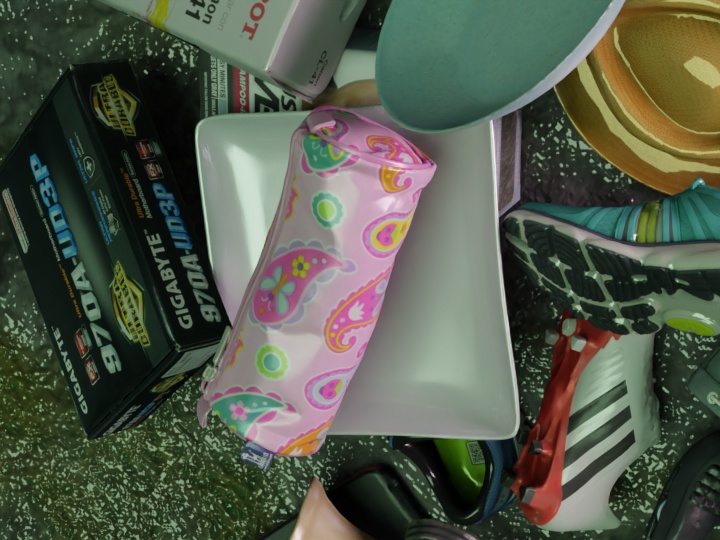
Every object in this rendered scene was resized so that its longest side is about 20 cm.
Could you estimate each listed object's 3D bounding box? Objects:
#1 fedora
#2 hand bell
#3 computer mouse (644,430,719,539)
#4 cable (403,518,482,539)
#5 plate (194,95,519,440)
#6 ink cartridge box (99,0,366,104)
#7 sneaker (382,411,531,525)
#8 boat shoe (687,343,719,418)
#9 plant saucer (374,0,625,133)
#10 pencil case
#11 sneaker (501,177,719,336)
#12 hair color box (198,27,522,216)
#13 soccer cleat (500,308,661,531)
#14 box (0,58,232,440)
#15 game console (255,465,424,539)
[{"bbox_3d":[0.186,-0.120,0.961,0.199,0.082,0.203,8,110,23],"label":"fedora"},{"bbox_3d":[0.041,0.222,1.142,0.198,0.104,0.105,22,117,0],"label":"hand bell"},{"bbox_3d":[0.167,0.169,1.043,0.034,0.059,0.200,43,84,-13],"label":"computer mouse"},{"bbox_3d":[0.124,0.206,1.116,0.198,0.051,0.097,22,149,11],"label":"cable"},{"bbox_3d":[0.000,0.000,1.042,0.198,0.032,0.202,-2,100,27],"label":"plate"},{"bbox_3d":[-0.090,-0.210,1.026,0.199,0.085,0.149,27,95,23],"label":"ink cartridge box"},{"bbox_3d":[0.052,0.067,1.088,0.078,0.089,0.202,-18,100,28],"label":"sneaker"},{"bbox_3d":[0.268,0.123,1.009,0.062,0.073,0.201,-38,82,12],"label":"boat shoe"},{"bbox_3d":[0.092,-0.153,0.957,0.200,0.202,0.039,-34,127,31],"label":"plant saucer"},{"bbox_3d":[-0.028,0.009,0.992,0.087,0.087,0.202,28,110,14],"label":"pencil case"},{"bbox_3d":[0.174,-0.010,0.971,0.198,0.080,0.078,9,141,32],"label":"sneaker"},{"bbox_3d":[-0.001,-0.095,1.072,0.198,0.061,0.100,9,111,22],"label":"hair color box"},{"bbox_3d":[0.154,0.068,1.059,0.084,0.069,0.202,15,100,-22],"label":"soccer cleat"},{"bbox_3d":[-0.165,-0.012,1.126,0.159,0.046,0.202,-40,68,51],"label":"box"},{"bbox_3d":[0.007,0.255,1.210,0.176,0.031,0.201,-35,91,31],"label":"game console"}]
